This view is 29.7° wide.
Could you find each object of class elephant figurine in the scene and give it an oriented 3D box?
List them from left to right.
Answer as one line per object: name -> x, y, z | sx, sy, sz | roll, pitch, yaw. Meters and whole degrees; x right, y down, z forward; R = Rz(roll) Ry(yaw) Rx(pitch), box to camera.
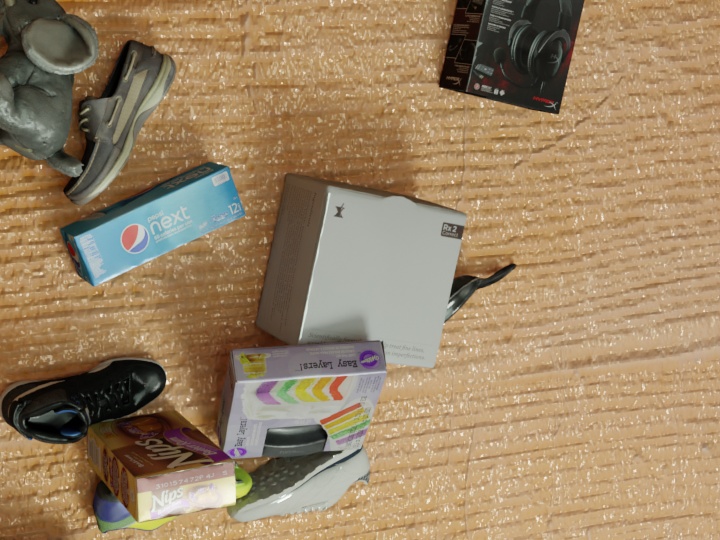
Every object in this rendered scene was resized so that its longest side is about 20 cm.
elephant figurine -> -0.346, -0.232, 1.449 | 0.201, 0.140, 0.155 | -66, 149, -19

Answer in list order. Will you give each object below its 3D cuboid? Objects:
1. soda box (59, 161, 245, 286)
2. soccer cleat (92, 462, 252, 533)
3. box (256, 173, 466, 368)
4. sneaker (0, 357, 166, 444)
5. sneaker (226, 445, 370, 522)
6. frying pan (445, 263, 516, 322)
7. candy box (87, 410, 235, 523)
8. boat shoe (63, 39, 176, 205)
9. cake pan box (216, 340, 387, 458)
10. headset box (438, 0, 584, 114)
soda box -> -0.239, -0.056, 1.565 | 0.199, 0.068, 0.065 | -26, 110, -20
soccer cleat -> -0.229, 0.275, 1.649 | 0.198, 0.065, 0.084 | -4, 121, -28
box -> 0.000, 0.000, 1.663 | 0.197, 0.130, 0.202 | 9, 96, -28
sneaker -> -0.303, 0.156, 1.551 | 0.198, 0.112, 0.074 | -11, 106, -25
sneaker -> -0.074, 0.276, 1.719 | 0.199, 0.076, 0.081 | -23, 119, -20
frying pan -> 0.137, 0.023, 1.763 | 0.190, 0.115, 0.031 | -40, 77, -17
candy box -> -0.231, 0.220, 1.551 | 0.116, 0.200, 0.057 | -6, 103, -25
boat shoe -> -0.284, -0.169, 1.522 | 0.073, 0.074, 0.201 | 34, 75, -24
cake pan box -> -0.074, 0.158, 1.625 | 0.182, 0.053, 0.201 | 0, 145, -14
headset box -> 0.198, -0.314, 1.731 | 0.148, 0.077, 0.202 | 10, 97, -28
